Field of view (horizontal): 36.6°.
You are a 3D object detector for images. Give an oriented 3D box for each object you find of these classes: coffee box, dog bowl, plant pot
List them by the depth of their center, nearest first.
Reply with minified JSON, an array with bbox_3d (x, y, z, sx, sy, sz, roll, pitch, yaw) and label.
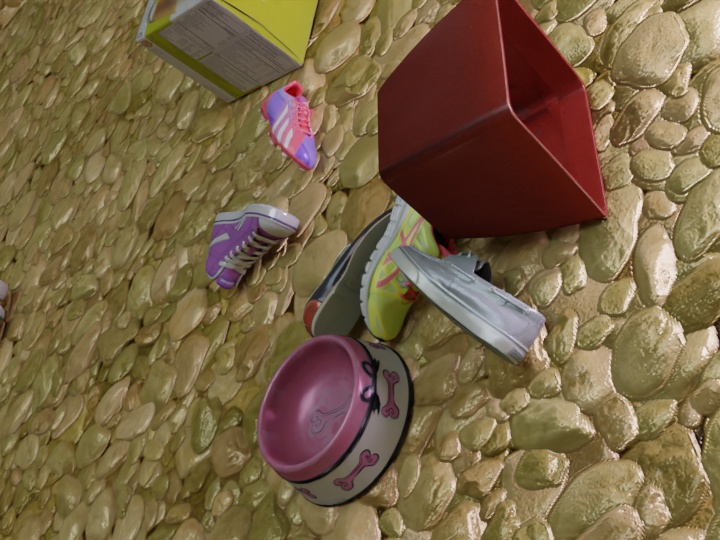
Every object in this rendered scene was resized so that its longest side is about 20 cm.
[{"bbox_3d":[0.126,-0.148,1.151,0.176,0.200,0.200,-24,47,29],"label":"plant pot"},{"bbox_3d":[-0.038,0.162,1.244,0.200,0.074,0.200,-30,43,33],"label":"dog bowl"},{"bbox_3d":[-0.209,-0.431,1.778,0.198,0.200,0.200,-17,52,42],"label":"coffee box"}]

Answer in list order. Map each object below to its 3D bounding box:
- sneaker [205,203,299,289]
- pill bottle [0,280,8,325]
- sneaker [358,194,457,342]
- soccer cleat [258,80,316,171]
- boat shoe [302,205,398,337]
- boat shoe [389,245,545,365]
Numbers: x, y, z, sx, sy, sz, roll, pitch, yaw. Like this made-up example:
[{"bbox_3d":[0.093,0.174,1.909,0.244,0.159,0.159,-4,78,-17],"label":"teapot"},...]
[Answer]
[{"bbox_3d":[-0.156,-0.027,1.537,0.200,0.073,0.114,-10,60,59],"label":"sneaker"},{"bbox_3d":[-0.761,0.109,2.115,0.113,0.113,0.200,-7,59,47],"label":"pill bottle"},{"bbox_3d":[0.065,-0.009,1.250,0.090,0.078,0.200,20,91,31],"label":"sneaker"},{"bbox_3d":[-0.097,-0.216,1.606,0.076,0.067,0.200,-44,35,11],"label":"soccer cleat"},{"bbox_3d":[0.000,0.000,1.324,0.200,0.071,0.063,-54,24,1],"label":"boat shoe"},{"bbox_3d":[0.115,0.020,1.156,0.072,0.070,0.201,-49,54,-3],"label":"boat shoe"}]
